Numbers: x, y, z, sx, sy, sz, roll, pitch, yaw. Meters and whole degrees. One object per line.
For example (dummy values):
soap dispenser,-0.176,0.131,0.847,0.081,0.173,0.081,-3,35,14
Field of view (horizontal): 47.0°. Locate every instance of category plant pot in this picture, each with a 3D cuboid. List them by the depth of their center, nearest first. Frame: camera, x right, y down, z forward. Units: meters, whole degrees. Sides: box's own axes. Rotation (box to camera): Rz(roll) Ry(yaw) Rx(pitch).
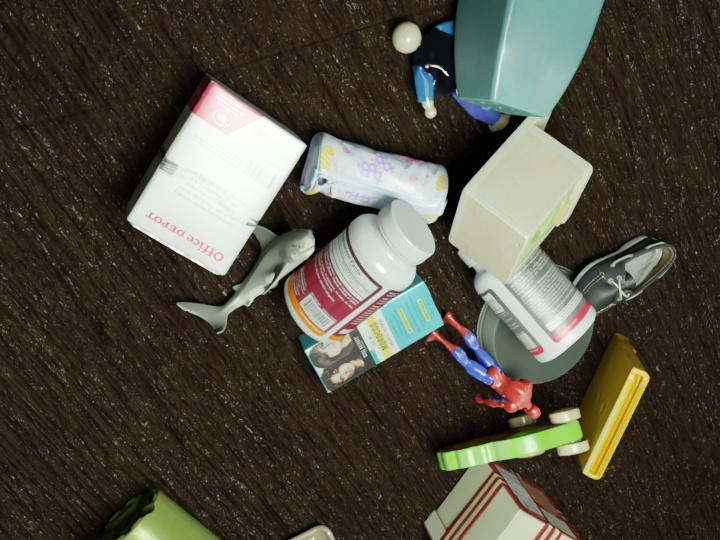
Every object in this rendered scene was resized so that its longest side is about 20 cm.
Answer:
plant pot,0.202,-0.303,1.040,0.139,0.141,0.204,9,99,-25
plant pot,-0.278,0.424,1.184,0.199,0.200,0.191,-38,104,1

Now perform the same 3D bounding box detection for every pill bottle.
pill bottle,0.000,0.000,1.095,0.113,0.114,0.199,38,120,-25
pill bottle,0.232,0.022,1.181,0.110,0.111,0.200,-42,89,2

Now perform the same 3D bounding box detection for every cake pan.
cake pan,0.278,0.090,1.290,0.197,0.037,0.204,-5,111,-14

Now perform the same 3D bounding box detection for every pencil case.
pencil case,0.019,-0.122,1.105,0.197,0.091,0.084,12,106,-21

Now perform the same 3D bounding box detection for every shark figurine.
shark figurine,-0.141,-0.010,1.122,0.214,0.128,0.090,-38,91,19

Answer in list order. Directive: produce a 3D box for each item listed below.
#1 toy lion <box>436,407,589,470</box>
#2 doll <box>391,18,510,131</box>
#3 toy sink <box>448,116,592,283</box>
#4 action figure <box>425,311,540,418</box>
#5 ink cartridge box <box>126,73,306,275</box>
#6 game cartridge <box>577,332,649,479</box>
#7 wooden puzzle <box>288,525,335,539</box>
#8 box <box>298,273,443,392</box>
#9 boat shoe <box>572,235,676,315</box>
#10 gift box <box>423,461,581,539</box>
toy lion,0.218,0.267,1.261,0.189,0.200,0.070,-10,80,-23
doll,0.123,-0.263,1.103,0.198,0.048,0.138,31,90,-23
toy sink,0.225,-0.104,1.097,0.112,0.131,0.200,37,66,14
action figure,0.186,0.157,1.252,0.199,0.099,0.065,41,70,8
ink cartridge box,-0.185,-0.120,1.048,0.144,0.084,0.201,31,98,-24
game cartridge,0.382,0.203,1.278,0.032,0.200,0.179,23,104,6
wooden puzzle,-0.113,0.513,1.338,0.197,0.037,0.187,-22,115,-3
box,0.015,0.088,1.205,0.198,0.049,0.083,-30,115,-4
boat shoe,0.398,0.013,1.259,0.198,0.060,0.075,-29,111,-20
gift box,0.220,0.439,1.319,0.183,0.200,0.188,33,100,-19
